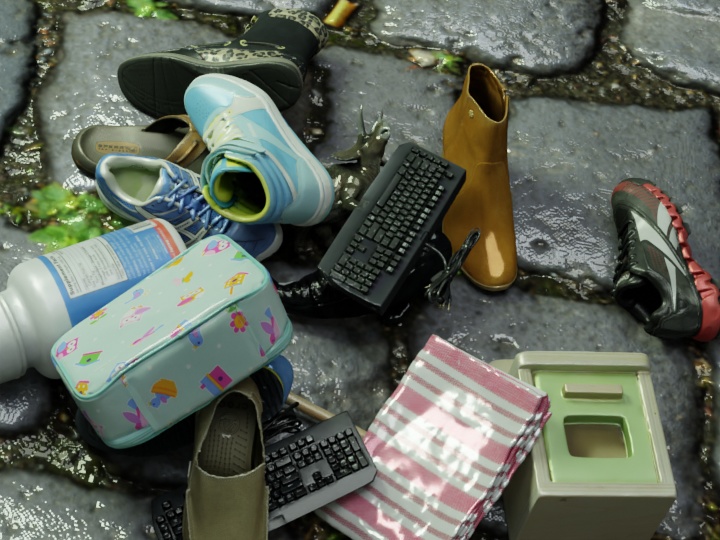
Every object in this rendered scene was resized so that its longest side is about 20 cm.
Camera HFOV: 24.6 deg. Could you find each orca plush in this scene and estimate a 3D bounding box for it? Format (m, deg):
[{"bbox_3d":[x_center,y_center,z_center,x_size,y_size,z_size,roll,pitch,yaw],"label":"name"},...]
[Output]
[{"bbox_3d":[0.000,0.000,1.582,0.199,0.071,0.106,-1,89,-13],"label":"orca plush"}]

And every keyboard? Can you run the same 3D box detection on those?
[{"bbox_3d":[-0.093,0.177,1.449,0.199,0.040,0.104,-24,57,-11],"label":"keyboard"},{"bbox_3d":[0.053,-0.034,1.579,0.127,0.021,0.200,30,54,3],"label":"keyboard"}]

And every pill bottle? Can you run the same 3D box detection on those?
[{"bbox_3d":[-0.254,0.033,1.507,0.199,0.113,0.112,-21,60,-23],"label":"pill bottle"}]

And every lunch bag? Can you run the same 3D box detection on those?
[{"bbox_3d":[-0.160,0.057,1.412,0.199,0.077,0.160,-33,26,-12],"label":"lunch bag"}]

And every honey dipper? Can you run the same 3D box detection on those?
[{"bbox_3d":[-0.060,0.122,1.531,0.199,0.038,0.038,26,53,4],"label":"honey dipper"}]

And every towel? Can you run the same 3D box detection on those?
[{"bbox_3d":[0.062,0.164,1.454,0.146,0.030,0.200,27,75,37],"label":"towel"}]

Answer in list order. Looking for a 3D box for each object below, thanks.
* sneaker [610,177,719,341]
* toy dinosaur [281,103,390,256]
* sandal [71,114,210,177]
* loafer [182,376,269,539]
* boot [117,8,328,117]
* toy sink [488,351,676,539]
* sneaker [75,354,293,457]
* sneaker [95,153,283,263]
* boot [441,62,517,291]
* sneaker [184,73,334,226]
[{"bbox_3d":[0.291,-0.012,1.675,0.097,0.071,0.201,-9,57,-20],"label":"sneaker"},{"bbox_3d":[-0.038,-0.068,1.660,0.199,0.077,0.103,-31,56,5],"label":"toy dinosaur"},{"bbox_3d":[-0.193,-0.131,1.678,0.199,0.055,0.082,4,53,-9],"label":"sandal"},{"bbox_3d":[-0.115,0.184,1.395,0.076,0.067,0.201,-3,84,-5],"label":"loafer"},{"bbox_3d":[-0.141,-0.222,1.753,0.202,0.074,0.154,2,31,16],"label":"boot"},{"bbox_3d":[0.198,0.142,1.515,0.129,0.112,0.201,2,53,-10],"label":"toy sink"},{"bbox_3d":[-0.155,0.116,1.487,0.199,0.066,0.078,-14,15,8],"label":"sneaker"},{"bbox_3d":[-0.171,-0.058,1.600,0.199,0.077,0.076,19,80,6],"label":"sneaker"},{"bbox_3d":[0.124,-0.096,1.659,0.070,0.144,0.202,-5,55,-14],"label":"boot"},{"bbox_3d":[-0.125,-0.119,1.581,0.200,0.080,0.130,43,27,22],"label":"sneaker"}]
